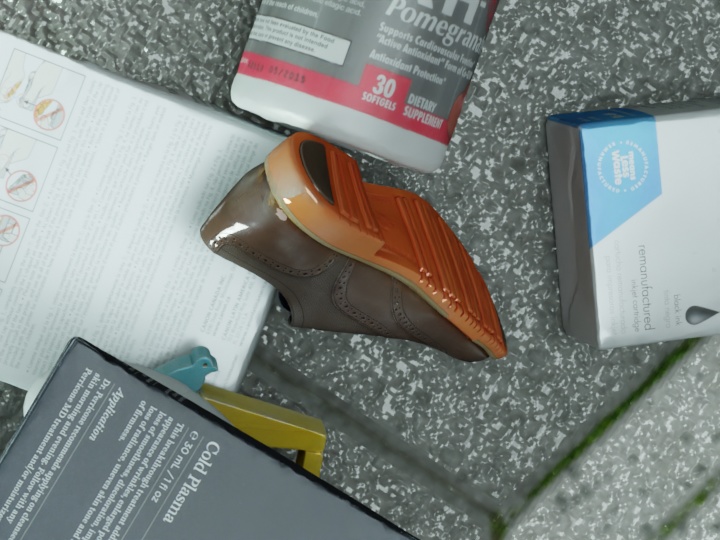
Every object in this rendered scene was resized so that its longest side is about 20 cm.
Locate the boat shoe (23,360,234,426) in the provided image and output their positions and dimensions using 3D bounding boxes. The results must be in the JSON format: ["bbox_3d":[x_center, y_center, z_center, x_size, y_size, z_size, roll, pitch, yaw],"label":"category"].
[{"bbox_3d":[-0.074,0.116,1.411,0.072,0.066,0.200,-44,112,10],"label":"boat shoe"}]

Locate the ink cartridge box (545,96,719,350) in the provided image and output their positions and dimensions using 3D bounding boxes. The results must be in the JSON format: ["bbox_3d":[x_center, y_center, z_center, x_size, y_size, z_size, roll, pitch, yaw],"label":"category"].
[{"bbox_3d":[0.202,-0.031,1.512,0.200,0.067,0.116,-7,97,-11],"label":"ink cartridge box"}]

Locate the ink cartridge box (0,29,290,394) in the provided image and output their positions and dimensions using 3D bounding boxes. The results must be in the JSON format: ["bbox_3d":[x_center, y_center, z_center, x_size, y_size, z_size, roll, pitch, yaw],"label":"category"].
[{"bbox_3d":[-0.136,-0.019,1.455,0.200,0.057,0.163,21,92,-10],"label":"ink cartridge box"}]

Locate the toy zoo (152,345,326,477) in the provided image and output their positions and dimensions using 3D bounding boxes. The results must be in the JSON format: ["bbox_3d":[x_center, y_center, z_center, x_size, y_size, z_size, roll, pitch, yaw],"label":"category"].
[{"bbox_3d":[-0.093,0.131,1.462,0.131,0.020,0.200,7,112,-12],"label":"toy zoo"}]

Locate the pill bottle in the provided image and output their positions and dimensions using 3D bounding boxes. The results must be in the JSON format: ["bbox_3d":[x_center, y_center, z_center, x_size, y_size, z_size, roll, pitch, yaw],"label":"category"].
[{"bbox_3d":[0.019,-0.156,1.441,0.111,0.111,0.200,19,92,-12],"label":"pill bottle"}]

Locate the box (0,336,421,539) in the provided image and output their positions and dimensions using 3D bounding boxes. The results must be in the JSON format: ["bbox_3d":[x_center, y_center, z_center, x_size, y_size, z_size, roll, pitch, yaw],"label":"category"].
[{"bbox_3d":[-0.097,0.161,1.320,0.182,0.104,0.200,31,85,1],"label":"box"}]

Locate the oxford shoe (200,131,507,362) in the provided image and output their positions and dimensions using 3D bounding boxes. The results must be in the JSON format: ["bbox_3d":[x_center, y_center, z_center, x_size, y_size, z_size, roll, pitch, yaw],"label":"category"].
[{"bbox_3d":[0.000,0.000,1.454,0.073,0.071,0.200,-34,137,20],"label":"oxford shoe"}]
